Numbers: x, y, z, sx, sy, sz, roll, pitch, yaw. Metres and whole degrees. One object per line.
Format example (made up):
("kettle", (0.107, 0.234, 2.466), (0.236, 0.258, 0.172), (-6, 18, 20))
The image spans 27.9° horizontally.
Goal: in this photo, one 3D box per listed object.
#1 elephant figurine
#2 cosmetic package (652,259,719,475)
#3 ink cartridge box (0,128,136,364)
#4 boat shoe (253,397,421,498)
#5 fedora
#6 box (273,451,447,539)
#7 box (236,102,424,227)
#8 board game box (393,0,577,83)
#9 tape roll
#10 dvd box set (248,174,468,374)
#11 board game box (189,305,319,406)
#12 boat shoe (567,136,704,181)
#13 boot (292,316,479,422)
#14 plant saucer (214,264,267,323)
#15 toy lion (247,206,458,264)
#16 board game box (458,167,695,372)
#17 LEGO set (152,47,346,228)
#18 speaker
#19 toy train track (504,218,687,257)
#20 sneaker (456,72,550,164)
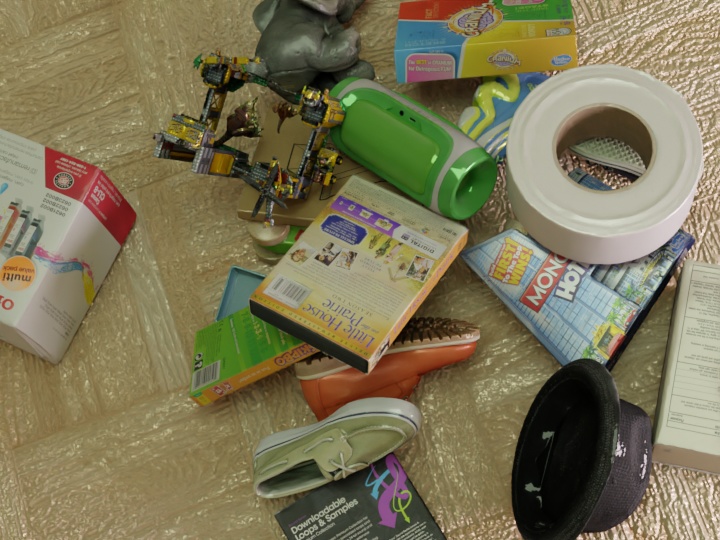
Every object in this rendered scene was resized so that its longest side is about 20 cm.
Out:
("elephant figurine", (-0.059, -0.296, 1.680), (0.141, 0.155, 0.201), (-16, 65, 23))
("cosmetic package", (0.362, 0.102, 1.490), (0.103, 0.087, 0.201), (12, 71, 9))
("ink cartridge box", (-0.372, -0.025, 1.613), (0.145, 0.145, 0.201), (21, 75, 15))
("boat shoe", (-0.025, 0.189, 1.498), (0.199, 0.072, 0.062), (-23, 38, 27))
("fedora", (0.232, 0.192, 1.455), (0.091, 0.200, 0.201), (15, 69, -22))
("box", (0.020, 0.299, 1.497), (0.143, 0.036, 0.200), (-31, 70, -5))
("box", (-0.022, -0.113, 1.612), (0.199, 0.021, 0.164), (7, 55, 9))
("board game box", (0.141, -0.266, 1.637), (0.199, 0.040, 0.153), (-4, 30, 6))
("tape roll", (0.250, -0.111, 1.498), (0.201, 0.071, 0.203), (-2, 65, 5))
("dvd box set", (0.000, 0.000, 1.490), (0.146, 0.029, 0.200), (25, 56, 19))
("board game box", (-0.095, 0.067, 1.545), (0.200, 0.030, 0.096), (-28, 38, 24))
("boat shoe", (0.279, -0.142, 1.591), (0.199, 0.062, 0.075), (26, 82, 3))
("boot", (0.036, 0.114, 1.538), (0.199, 0.075, 0.108), (-15, 104, 4))
("plant saucer", (-0.060, 0.055, 1.598), (0.199, 0.019, 0.070), (17, 91, 14))
("toy lion", (0.001, -0.065, 1.623), (0.199, 0.069, 0.192), (26, 69, 17))
("board game box", (0.217, -0.005, 1.545), (0.200, 0.062, 0.200), (33, 91, 18))
("LEGO set", (-0.125, -0.151, 1.530), (0.200, 0.116, 0.154), (31, 103, 22))
("speaker", (0.049, -0.133, 1.545), (0.200, 0.089, 0.089), (35, 78, 32))
("toy train track", (0.258, -0.034, 1.587), (0.199, 0.033, 0.115), (6, 82, 17))
("sneaker", (0.165, -0.157, 1.611), (0.105, 0.076, 0.201), (19, 64, 10))
